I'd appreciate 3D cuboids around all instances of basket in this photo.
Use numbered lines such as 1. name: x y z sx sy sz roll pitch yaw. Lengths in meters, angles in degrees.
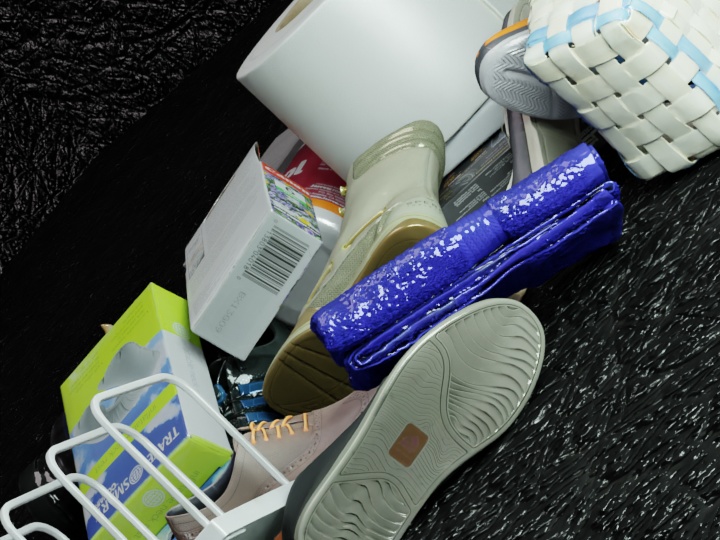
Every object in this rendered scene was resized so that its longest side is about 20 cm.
1. basket: 0.189 -0.175 1.510 0.139 0.176 0.200 -20 36 48

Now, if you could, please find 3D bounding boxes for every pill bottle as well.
1. pill bottle: -0.172 0.129 1.897 0.200 0.112 0.112 -42 12 17
2. pill bottle: -0.016 -0.047 1.948 0.113 0.113 0.200 -38 13 33

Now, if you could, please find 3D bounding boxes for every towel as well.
1. towel: 0.070 0.007 1.457 0.200 0.050 0.148 -32 -16 0

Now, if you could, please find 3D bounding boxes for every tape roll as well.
1. tape roll: 0.022 -0.173 1.827 0.203 0.139 0.203 -46 10 10

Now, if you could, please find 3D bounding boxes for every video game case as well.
1. video game case: 0.089 -0.128 1.837 0.200 0.023 0.182 -41 12 29

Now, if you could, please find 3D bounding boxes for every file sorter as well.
1. file sorter: -0.155 0.176 1.480 0.200 0.125 0.139 -49 -11 18

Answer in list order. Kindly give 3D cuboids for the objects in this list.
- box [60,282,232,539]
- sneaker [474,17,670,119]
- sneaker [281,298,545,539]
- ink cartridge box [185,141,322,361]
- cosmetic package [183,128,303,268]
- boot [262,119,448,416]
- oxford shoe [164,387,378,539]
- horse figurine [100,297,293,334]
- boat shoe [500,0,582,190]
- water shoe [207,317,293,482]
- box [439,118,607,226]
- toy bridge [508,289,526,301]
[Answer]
1. box: -0.156 0.117 1.746 0.122 0.048 0.200 -48 35 21
2. sneaker: 0.150 -0.168 1.631 0.200 0.078 0.112 -13 41 -24
3. sneaker: 0.022 0.094 1.421 0.200 0.075 0.106 -48 10 -11
4. ink cartridge box: -0.083 -0.019 1.804 0.109 0.050 0.200 -56 14 12
5. cosmetic package: -0.057 -0.044 2.104 0.090 0.107 0.200 -33 15 47
6. boot: 0.000 0.000 1.715 0.200 0.072 0.155 -53 20 31
7. oxford shoe: -0.041 0.120 1.556 0.200 0.073 0.071 -44 11 7
8. horse figurine: -0.116 0.058 1.973 0.200 0.133 0.050 -34 6 -10
9. boat shoe: 0.114 -0.102 1.650 0.063 0.073 0.200 -38 41 35
10. water shoe: -0.090 0.106 1.765 0.071 0.079 0.200 -39 13 32
11. box: 0.144 -0.114 1.773 0.200 0.050 0.158 -42 12 18
12. toy bridge: 0.080 0.020 1.587 0.067 0.027 0.200 -40 13 24
